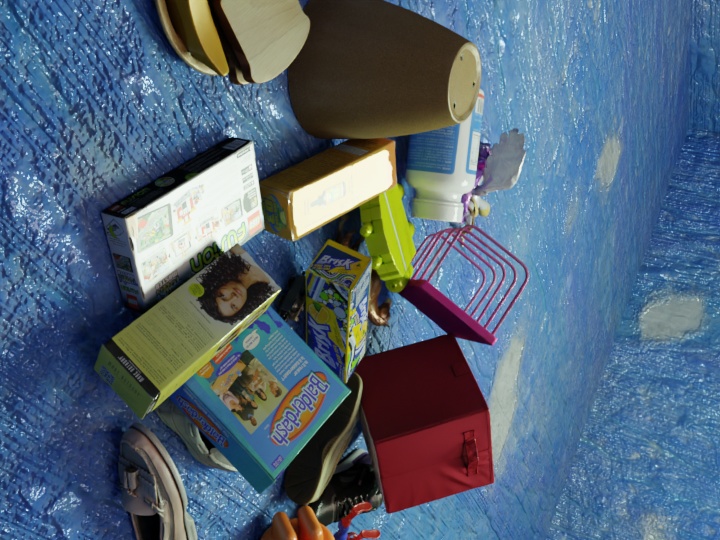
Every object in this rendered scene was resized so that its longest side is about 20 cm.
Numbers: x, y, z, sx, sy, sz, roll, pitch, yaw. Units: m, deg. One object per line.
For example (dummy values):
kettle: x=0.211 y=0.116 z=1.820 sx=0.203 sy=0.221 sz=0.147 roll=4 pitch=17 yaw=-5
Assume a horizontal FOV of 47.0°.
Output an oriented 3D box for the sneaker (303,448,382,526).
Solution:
sneaker: x=-0.013 y=0.351 z=1.304 sx=0.199 sy=0.086 sz=0.077 roll=-32 pitch=130 yaw=-51

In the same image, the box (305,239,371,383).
box: x=-0.031 y=0.059 z=1.112 sx=0.065 sy=0.069 sz=0.202 roll=-54 pitch=159 yaw=-38

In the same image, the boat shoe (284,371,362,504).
boat shoe: x=-0.048 y=0.243 z=1.215 sx=0.205 sy=0.072 sz=0.063 roll=-70 pitch=157 yaw=-5

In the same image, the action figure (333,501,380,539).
action figure: x=-0.015 y=0.427 z=1.276 sx=0.097 sy=0.066 sz=0.201 roll=7 pitch=138 yaw=-35

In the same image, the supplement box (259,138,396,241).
supplement box: x=-0.039 y=-0.109 z=1.043 sx=0.199 sy=0.068 sz=0.068 roll=-33 pitch=130 yaw=-41

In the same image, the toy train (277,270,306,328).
toy train: x=-0.110 y=0.091 z=1.068 sx=0.203 sy=0.034 sz=0.046 roll=-63 pitch=152 yaw=-21

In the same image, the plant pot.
plant pot: x=0.041 y=-0.242 z=1.020 sx=0.186 sy=0.197 sz=0.190 roll=-32 pitch=130 yaw=-49

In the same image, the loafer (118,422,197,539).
loafer: x=-0.228 y=0.255 z=0.901 sx=0.063 sy=0.071 sz=0.203 roll=-41 pitch=139 yaw=-35

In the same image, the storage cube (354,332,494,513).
storage cube: x=0.093 y=0.234 z=1.278 sx=0.202 sy=0.176 sz=0.174 roll=-110 pitch=-172 yaw=-51

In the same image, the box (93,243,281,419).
box: x=-0.171 y=0.056 z=0.845 sx=0.200 sy=0.075 sz=0.050 roll=-45 pitch=177 yaw=-42

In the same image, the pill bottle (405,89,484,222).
pill bottle: x=0.126 y=-0.180 z=1.275 sx=0.112 sy=0.110 sz=0.205 roll=-2 pitch=100 yaw=-60

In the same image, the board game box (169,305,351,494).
board game box: x=-0.126 y=0.114 z=0.902 sx=0.152 sy=0.200 sz=0.045 roll=-42 pitch=178 yaw=-43

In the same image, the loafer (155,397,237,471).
loafer: x=-0.169 y=0.191 z=0.969 sx=0.071 sy=0.069 sz=0.201 roll=-62 pitch=148 yaw=-20

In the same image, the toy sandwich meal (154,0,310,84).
toy sandwich meal: x=-0.126 y=-0.284 z=0.832 sx=0.204 sy=0.069 sz=0.210 roll=-34 pitch=131 yaw=-51

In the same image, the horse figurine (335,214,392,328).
horse figurine: x=0.000 y=0.000 z=1.210 sx=0.199 sy=0.049 sz=0.136 roll=30 pitch=70 yaw=-63

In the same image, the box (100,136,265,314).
box: x=-0.179 y=-0.052 z=0.878 sx=0.200 sy=0.034 sz=0.112 roll=-42 pitch=137 yaw=-46

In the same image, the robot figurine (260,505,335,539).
robot figurine: x=-0.091 y=0.439 z=1.178 sx=0.143 sy=0.114 sz=0.205 roll=-32 pitch=129 yaw=-54

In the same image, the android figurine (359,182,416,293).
android figurine: x=0.038 y=-0.061 z=1.185 sx=0.200 sy=0.040 sz=0.186 roll=-55 pitch=131 yaw=-65

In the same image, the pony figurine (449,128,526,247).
pony figurine: x=0.191 y=-0.155 z=1.400 sx=0.200 sy=0.163 sz=0.198 roll=-49 pitch=147 yaw=-68

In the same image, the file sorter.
file sorter: x=0.151 y=0.016 z=1.272 sx=0.126 sy=0.138 sz=0.200 roll=-54 pitch=-171 yaw=-7
